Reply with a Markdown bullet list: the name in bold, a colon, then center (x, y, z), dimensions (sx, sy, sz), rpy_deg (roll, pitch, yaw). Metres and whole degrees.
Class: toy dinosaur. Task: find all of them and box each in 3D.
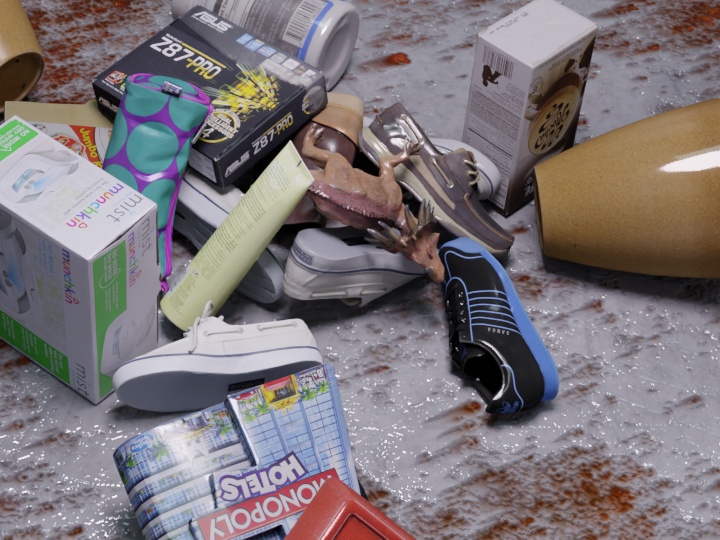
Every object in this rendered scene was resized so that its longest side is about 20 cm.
- **toy dinosaur**: center (-0.002, -0.066, 1.395), dimensions (0.198, 0.086, 0.136), rpy_deg (12, 35, -16)

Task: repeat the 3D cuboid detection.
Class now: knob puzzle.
- **knob puzzle**: center (-0.273, -0.092, 1.511), dimensions (0.218, 0.031, 0.221), rpy_deg (10, 54, -14)

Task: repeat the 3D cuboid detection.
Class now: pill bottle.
- **pill bottle**: center (-0.112, -0.291, 1.670), dimensions (0.199, 0.114, 0.114), rpy_deg (26, 48, 16)

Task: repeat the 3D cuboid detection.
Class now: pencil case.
- **pencil case**: center (-0.206, -0.087, 1.405), dimensions (0.092, 0.202, 0.085), rpy_deg (16, 8, 3)

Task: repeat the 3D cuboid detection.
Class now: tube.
- **tube**: center (-0.114, -0.028, 1.374), dimensions (0.058, 0.200, 0.052), rpy_deg (41, 15, 12)

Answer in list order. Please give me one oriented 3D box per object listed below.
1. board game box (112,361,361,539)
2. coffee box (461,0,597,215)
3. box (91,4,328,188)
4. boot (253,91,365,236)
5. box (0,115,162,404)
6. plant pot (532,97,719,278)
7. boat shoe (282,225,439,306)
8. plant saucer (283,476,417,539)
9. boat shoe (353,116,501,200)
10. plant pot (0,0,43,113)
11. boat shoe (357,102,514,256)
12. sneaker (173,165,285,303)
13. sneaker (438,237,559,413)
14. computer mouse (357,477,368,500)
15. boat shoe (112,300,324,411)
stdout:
- **board game box**: center (-0.076, 0.203, 1.203), dimensions (0.199, 0.062, 0.201), rpy_deg (-17, 70, -27)
- **coffee box**: center (0.176, -0.175, 1.545), dimensions (0.080, 0.201, 0.113), rpy_deg (36, 52, 28)
- **box**: center (-0.158, -0.186, 1.514), dimensions (0.199, 0.049, 0.161), rpy_deg (33, 58, 31)
- **boot**: center (-0.098, -0.118, 1.537), dimensions (0.198, 0.072, 0.167), rpy_deg (5, 61, 29)
- **box**: center (-0.276, -0.009, 1.319), dimensions (0.176, 0.201, 0.097), rpy_deg (32, 51, 19)
- **plant pot**: center (0.283, -0.075, 1.501), dimensions (0.198, 0.187, 0.187), rpy_deg (-6, 47, 4)
- **boat shoe**: center (0.000, 0.000, 1.443), dimensions (0.199, 0.070, 0.071), rpy_deg (-6, 39, -49)
- **plant saucer**: center (0.006, 0.290, 1.133), dimensions (0.199, 0.037, 0.200), rpy_deg (38, 60, 0)
- **boat shoe**: center (0.050, -0.110, 1.556), dimensions (0.199, 0.072, 0.066), rpy_deg (22, 52, 13)
- **plant pot**: center (-0.441, -0.268, 1.559), dimensions (0.200, 0.187, 0.186), rpy_deg (46, 55, 14)
- **boat shoe**: center (0.088, -0.094, 1.487), dimensions (0.200, 0.073, 0.075), rpy_deg (40, 10, -6)
- **sneaker**: center (-0.135, -0.050, 1.462), dimensions (0.071, 0.073, 0.200), rpy_deg (-33, 66, -34)
- **sneaker**: center (0.115, 0.052, 1.408), dimensions (0.077, 0.070, 0.201), rpy_deg (-13, 54, -28)
- **computer mouse**: center (-0.093, 0.171, 1.283), dimensions (0.198, 0.046, 0.141), rpy_deg (-3, 49, -11)
- **boat shoe**: center (-0.137, 0.072, 1.347), dimensions (0.200, 0.075, 0.087), rpy_deg (-8, 54, -20)
